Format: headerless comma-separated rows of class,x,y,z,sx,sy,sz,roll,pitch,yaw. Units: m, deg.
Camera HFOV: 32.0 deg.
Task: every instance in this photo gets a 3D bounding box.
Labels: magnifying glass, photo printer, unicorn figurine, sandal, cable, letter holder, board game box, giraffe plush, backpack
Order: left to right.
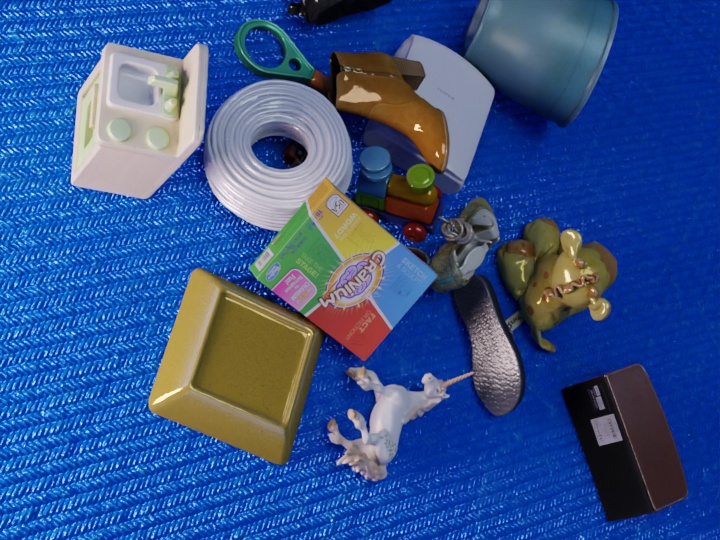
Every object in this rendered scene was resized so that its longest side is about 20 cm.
cable,-0.105,-0.153,1.645,0.200,0.069,0.200,40,63,10
magnifying glass,-0.086,-0.282,1.756,0.199,0.022,0.080,30,61,-19
backpack,-0.042,-0.466,1.782,0.166,0.127,0.202,-19,81,-29
board game box,-0.020,0.001,1.615,0.200,0.040,0.153,38,95,-28
unicorn figurine,0.037,0.184,1.649,0.137,0.074,0.201,36,73,-25
photo printer,0.104,-0.234,1.819,0.166,0.069,0.201,31,61,-17
sandal,0.188,0.101,1.758,0.043,0.076,0.202,4,71,-56
giraffe plush,0.293,0.009,1.790,0.172,0.162,0.201,41,58,-12
letter holder,0.403,0.239,1.815,0.141,0.100,0.202,-13,80,-34

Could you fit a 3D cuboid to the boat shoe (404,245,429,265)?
boat shoe,0.000,0.000,1.685,0.198,0.068,0.073,-6,78,-29

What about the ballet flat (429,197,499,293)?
ballet flat,0.159,-0.039,1.770,0.071,0.071,0.200,46,47,-8

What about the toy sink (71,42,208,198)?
toy sink,-0.272,-0.187,1.512,0.111,0.200,0.132,10,70,-27

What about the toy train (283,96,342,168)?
toy train,-0.080,-0.159,1.711,0.046,0.034,0.201,32,60,-13

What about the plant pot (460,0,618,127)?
plant pot,0.257,-0.342,1.879,0.186,0.200,0.202,21,64,-7

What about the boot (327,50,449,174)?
boot,0.033,-0.212,1.694,0.143,0.071,0.203,-2,56,-23

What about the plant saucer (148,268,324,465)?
plant saucer,-0.142,0.115,1.576,0.199,0.048,0.202,26,63,-21

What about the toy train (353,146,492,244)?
toy train,0.087,-0.099,1.694,0.198,0.116,0.085,17,62,11
